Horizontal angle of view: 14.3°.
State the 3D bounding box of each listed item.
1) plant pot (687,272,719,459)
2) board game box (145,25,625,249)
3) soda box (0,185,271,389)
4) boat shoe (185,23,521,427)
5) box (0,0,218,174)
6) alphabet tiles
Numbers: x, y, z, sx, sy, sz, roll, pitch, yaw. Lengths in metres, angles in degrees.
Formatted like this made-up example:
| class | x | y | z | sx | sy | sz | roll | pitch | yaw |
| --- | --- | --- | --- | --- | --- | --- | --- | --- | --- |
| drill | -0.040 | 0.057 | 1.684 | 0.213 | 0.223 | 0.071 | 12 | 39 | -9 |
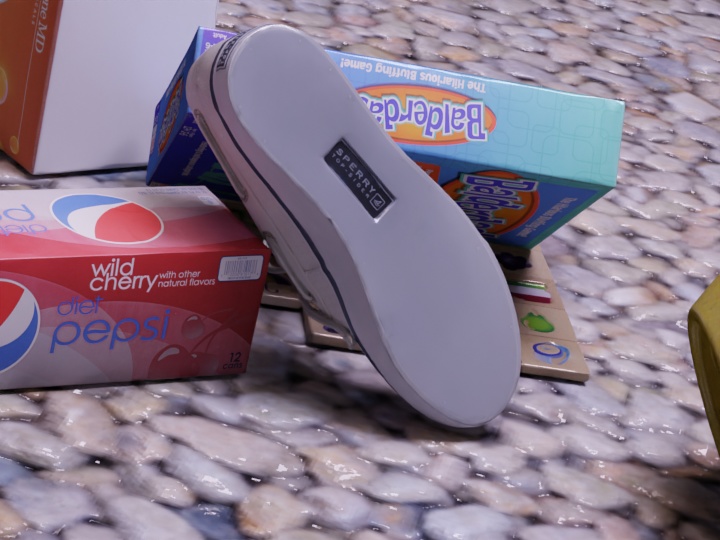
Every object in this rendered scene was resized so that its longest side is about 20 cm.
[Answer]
| class | x | y | z | sx | sy | sz | roll | pitch | yaw |
| --- | --- | --- | --- | --- | --- | --- | --- | --- | --- |
| plant pot | 0.218 | 0.043 | 1.195 | 0.141 | 0.201 | 0.200 | -16 | 27 | -1 |
| board game box | 0.007 | -0.059 | 1.345 | 0.199 | 0.045 | 0.152 | 9 | -12 | -9 |
| soda box | -0.142 | 0.007 | 1.207 | 0.199 | 0.064 | 0.070 | -2 | 28 | -33 |
| boat shoe | -0.011 | -0.015 | 1.244 | 0.075 | 0.202 | 0.086 | -46 | 18 | -22 |
| box | -0.169 | -0.148 | 1.463 | 0.097 | 0.125 | 0.200 | -7 | 30 | -39 |
| alphabet tiles | 0.000 | 0.000 | 1.369 | 0.199 | 0.008 | 0.167 | 8 | 24 | -11 |
